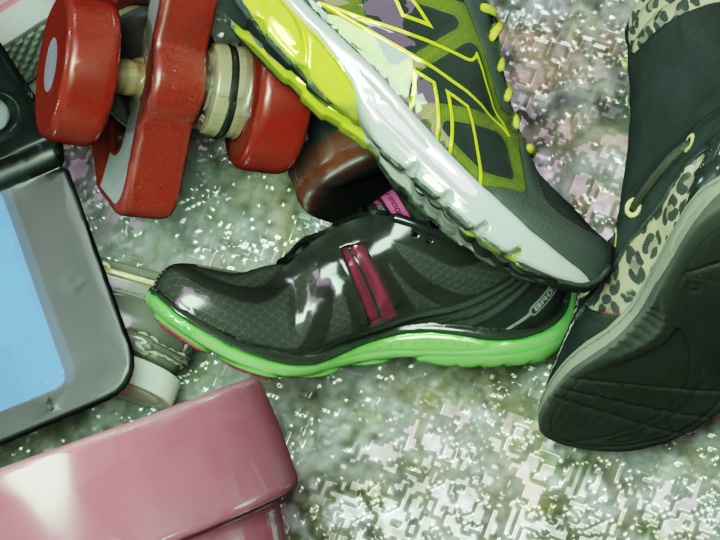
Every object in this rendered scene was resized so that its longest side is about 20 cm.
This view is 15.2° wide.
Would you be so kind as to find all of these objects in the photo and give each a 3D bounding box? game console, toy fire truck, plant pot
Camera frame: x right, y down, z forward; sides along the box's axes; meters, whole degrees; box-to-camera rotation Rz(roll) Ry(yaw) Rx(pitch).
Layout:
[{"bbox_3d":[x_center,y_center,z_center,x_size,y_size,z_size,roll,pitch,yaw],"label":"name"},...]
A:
[{"bbox_3d":[-0.224,-0.005,1.164,0.199,0.176,0.117,-23,44,7],"label":"game console"},{"bbox_3d":[-0.087,-0.131,1.203,0.112,0.168,0.201,7,104,-17],"label":"toy fire truck"},{"bbox_3d":[-0.103,0.160,1.145,0.199,0.200,0.180,-21,88,1],"label":"plant pot"}]

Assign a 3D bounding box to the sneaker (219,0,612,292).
[{"bbox_3d":[0.036,-0.074,1.105,0.200,0.074,0.085,43,85,-4],"label":"sneaker"}]

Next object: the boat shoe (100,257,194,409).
[{"bbox_3d":[-0.166,0.001,1.251,0.201,0.072,0.060,22,78,11],"label":"boat shoe"}]

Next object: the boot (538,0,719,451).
[{"bbox_3d":[0.133,-0.027,1.165,0.073,0.204,0.154,11,53,-15],"label":"boot"}]

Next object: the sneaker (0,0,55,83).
[{"bbox_3d":[-0.240,-0.103,1.287,0.200,0.075,0.105,-32,78,2],"label":"sneaker"}]

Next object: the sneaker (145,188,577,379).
[{"bbox_3d":[0.000,0.000,1.201,0.199,0.077,0.084,-4,108,-19],"label":"sneaker"}]

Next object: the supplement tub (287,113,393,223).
[{"bbox_3d":[-0.003,-0.129,1.250,0.107,0.107,0.201,-16,72,2],"label":"supplement tub"}]
